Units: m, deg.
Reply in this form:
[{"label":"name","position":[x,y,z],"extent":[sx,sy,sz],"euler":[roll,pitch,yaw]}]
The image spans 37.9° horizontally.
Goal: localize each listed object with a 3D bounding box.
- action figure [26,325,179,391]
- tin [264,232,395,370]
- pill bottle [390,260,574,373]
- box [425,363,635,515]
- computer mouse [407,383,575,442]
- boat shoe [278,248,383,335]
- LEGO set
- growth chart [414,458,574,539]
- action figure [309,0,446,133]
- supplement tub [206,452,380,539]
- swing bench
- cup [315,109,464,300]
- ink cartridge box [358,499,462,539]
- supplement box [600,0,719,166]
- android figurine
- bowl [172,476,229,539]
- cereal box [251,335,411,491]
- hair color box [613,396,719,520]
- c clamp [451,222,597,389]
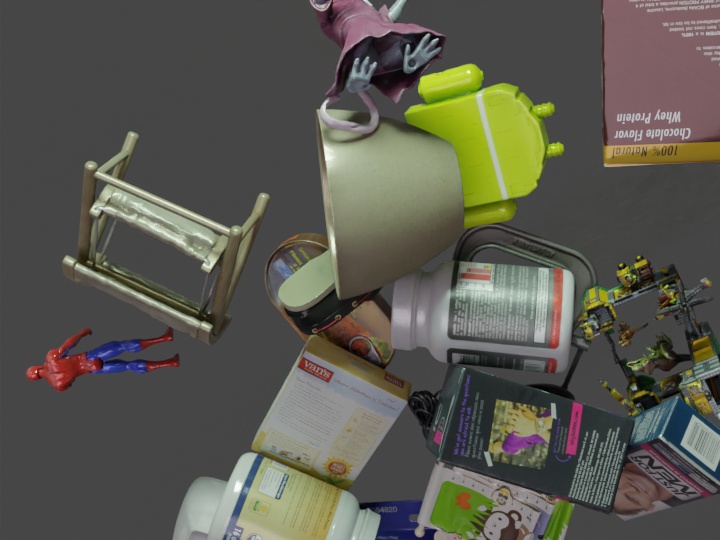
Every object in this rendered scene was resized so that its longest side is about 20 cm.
[{"label":"action figure","position":[-0.342,0.111,1.396],"extent":[0.197,0.099,0.066],"euler":[-11,109,-5]},{"label":"tin","position":[-0.033,0.043,1.295],"extent":[0.111,0.042,0.201],"euler":[-33,102,28]},{"label":"pill bottle","position":[0.137,0.049,1.182],"extent":[0.197,0.116,0.118],"euler":[5,114,8]},{"label":"box","position":[0.183,0.183,1.162],"extent":[0.197,0.122,0.108],"euler":[18,86,-1]},{"label":"computer mouse","position":[0.164,0.185,1.273],"extent":[0.197,0.053,0.139],"euler":[-9,145,11]},{"label":"boat shoe","position":[-0.001,-0.002,1.225],"extent":[0.200,0.074,0.063],"euler":[-35,134,-9]},{"label":"LEGO set","position":[0.334,0.097,1.170],"extent":[0.152,0.116,0.202],"euler":[-17,113,17]},{"label":"growth chart","position":[0.170,0.311,1.333],"extent":[0.197,0.018,0.147],"euler":[12,109,16]},{"label":"action figure","position":[0.005,-0.242,1.093],"extent":[0.132,0.200,0.150],"euler":[10,116,-32]},{"label":"supplement tub","position":[-0.086,0.335,1.346],"extent":[0.198,0.145,0.146],"euler":[22,117,2]},{"label":"swing bench","position":[-0.240,-0.024,1.268],"extent":[0.197,0.130,0.202],"euler":[23,117,3]},{"label":"cup","position":[0.033,-0.077,1.120],"extent":[0.141,0.201,0.203],"euler":[-7,112,-3]},{"label":"ink cartridge box","position":[0.100,0.404,1.414],"extent":[0.197,0.041,0.203],"euler":[-6,111,17]},{"label":"supplement box","position":[0.336,-0.221,1.033],"extent":[0.194,0.133,0.203],"euler":[-1,112,14]},{"label":"android figurine","position":[0.126,-0.137,1.173],"extent":[0.197,0.041,0.184],"euler":[-12,108,22]},{"label":"bowl","position":[-0.177,0.407,1.470],"extent":[0.197,0.075,0.202],"euler":[19,118,6]},{"label":"cereal box","position":[-0.039,0.185,1.330],"extent":[0.142,0.040,0.201],"euler":[27,127,-5]},{"label":"hair color box","position":[0.334,0.222,1.211],"extent":[0.100,0.061,0.200],"euler":[38,150,-3]},{"label":"c clamp","position":[0.191,0.038,1.241],"extent":[0.198,0.027,0.172],"euler":[25,117,2]}]
